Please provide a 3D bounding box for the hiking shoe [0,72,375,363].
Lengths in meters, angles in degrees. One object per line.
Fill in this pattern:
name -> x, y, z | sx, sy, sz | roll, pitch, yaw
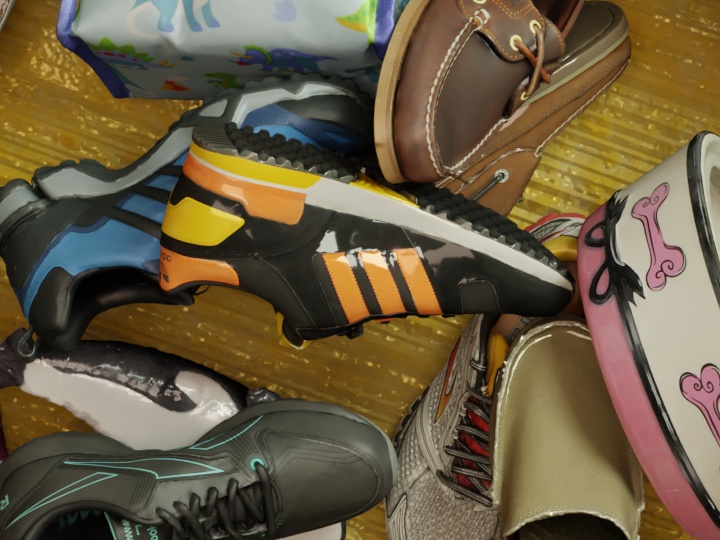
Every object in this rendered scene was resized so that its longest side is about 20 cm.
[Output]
hiking shoe -> -0.078, -0.025, 1.295 | 0.200, 0.074, 0.087 | -23, 65, 8

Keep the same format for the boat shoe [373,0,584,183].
boat shoe -> 0.063, -0.112, 1.277 | 0.070, 0.200, 0.070 | 4, 132, 20

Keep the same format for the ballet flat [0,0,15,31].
ballet flat -> -0.189, -0.154, 1.356 | 0.067, 0.064, 0.200 | 36, 99, 13

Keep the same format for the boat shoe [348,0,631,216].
boat shoe -> 0.053, -0.061, 1.344 | 0.200, 0.072, 0.068 | -31, 119, -2

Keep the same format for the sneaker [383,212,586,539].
sneaker -> 0.065, 0.063, 1.334 | 0.078, 0.082, 0.200 | 23, 94, 3

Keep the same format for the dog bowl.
dog bowl -> 0.168, 0.040, 1.275 | 0.074, 0.200, 0.200 | -21, 90, 19

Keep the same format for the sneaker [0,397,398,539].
sneaker -> -0.080, 0.116, 1.296 | 0.200, 0.079, 0.076 | -9, 116, 6

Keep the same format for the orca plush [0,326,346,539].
orca plush -> -0.095, 0.077, 1.360 | 0.200, 0.071, 0.105 | 18, 118, -7

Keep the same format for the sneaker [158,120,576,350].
sneaker -> 0.000, 0.000, 1.256 | 0.200, 0.070, 0.090 | 19, 103, -20

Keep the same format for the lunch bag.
lunch bag -> -0.047, -0.189, 1.317 | 0.170, 0.127, 0.200 | 3, 76, 12

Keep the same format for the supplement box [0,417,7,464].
supplement box -> -0.258, 0.047, 1.349 | 0.131, 0.103, 0.200 | -8, 92, 5

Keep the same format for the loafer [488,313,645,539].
loafer -> 0.097, 0.110, 1.237 | 0.076, 0.067, 0.200 | 2, 69, -5
